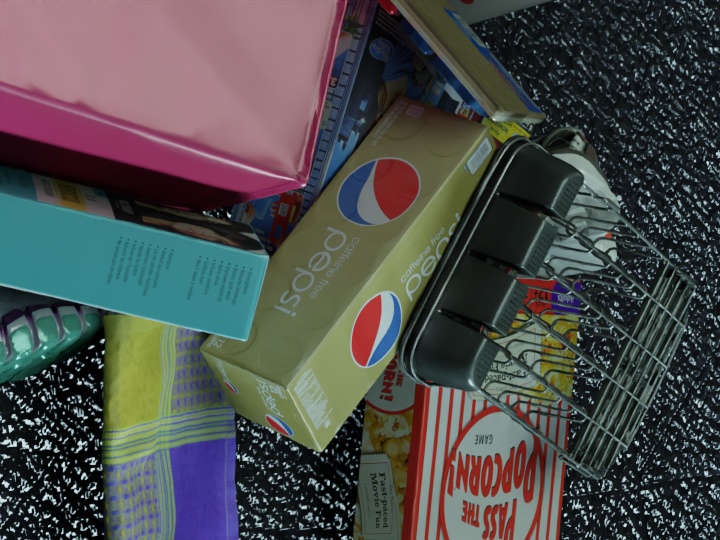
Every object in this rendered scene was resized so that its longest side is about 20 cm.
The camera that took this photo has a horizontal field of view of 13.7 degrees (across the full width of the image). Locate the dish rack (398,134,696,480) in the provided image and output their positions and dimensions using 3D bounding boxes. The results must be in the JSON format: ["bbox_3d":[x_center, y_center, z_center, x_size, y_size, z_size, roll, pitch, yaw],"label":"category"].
[{"bbox_3d":[0.118,0.030,1.744,0.200,0.055,0.154,37,79,-51],"label":"dish rack"}]

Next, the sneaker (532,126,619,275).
[{"bbox_3d":[0.118,-0.053,1.865,0.200,0.077,0.082,74,8,-75],"label":"sneaker"}]

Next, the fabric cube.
[{"bbox_3d":[-0.131,-0.154,1.550,0.199,0.196,0.200,16,79,-21],"label":"fabric cube"}]

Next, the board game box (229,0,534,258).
[{"bbox_3d":[-0.003,-0.041,1.770,0.200,0.062,0.200,33,81,-54],"label":"board game box"}]

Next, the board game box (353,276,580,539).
[{"bbox_3d":[0.063,0.101,1.792,0.151,0.046,0.200,1,94,-51],"label":"board game box"}]

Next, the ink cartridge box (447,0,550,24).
[{"bbox_3d":[0.113,-0.244,1.788,0.145,0.200,0.084,57,47,-20],"label":"ink cartridge box"}]

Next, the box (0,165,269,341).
[{"bbox_3d":[-0.153,-0.016,1.567,0.200,0.082,0.049,13,100,-12],"label":"box"}]

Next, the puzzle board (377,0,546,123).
[{"bbox_3d":[0.026,-0.159,1.724,0.200,0.017,0.151,50,10,7],"label":"puzzle board"}]

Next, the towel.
[{"bbox_3d":[-0.102,0.109,1.647,0.144,0.023,0.200,-1,91,-67],"label":"towel"}]

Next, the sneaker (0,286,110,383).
[{"bbox_3d":[-0.205,0.016,1.587,0.200,0.074,0.088,-17,79,-50],"label":"sneaker"}]

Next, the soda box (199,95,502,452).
[{"bbox_3d":[0.000,0.000,1.685,0.200,0.068,0.064,-52,142,-22],"label":"soda box"}]
